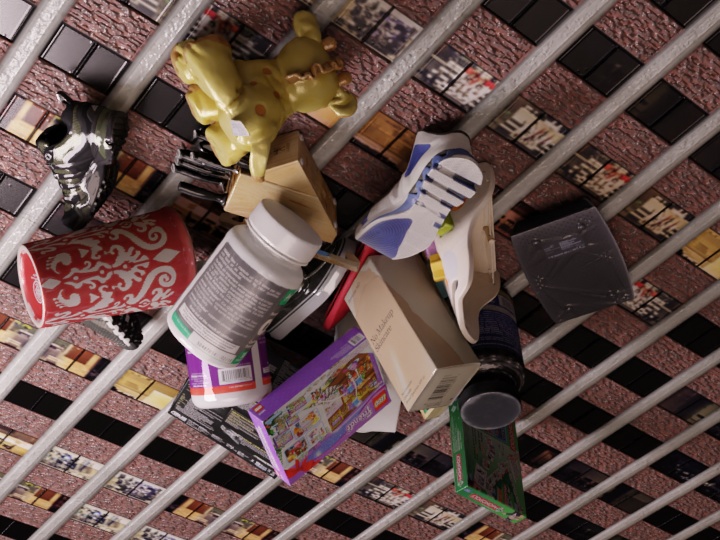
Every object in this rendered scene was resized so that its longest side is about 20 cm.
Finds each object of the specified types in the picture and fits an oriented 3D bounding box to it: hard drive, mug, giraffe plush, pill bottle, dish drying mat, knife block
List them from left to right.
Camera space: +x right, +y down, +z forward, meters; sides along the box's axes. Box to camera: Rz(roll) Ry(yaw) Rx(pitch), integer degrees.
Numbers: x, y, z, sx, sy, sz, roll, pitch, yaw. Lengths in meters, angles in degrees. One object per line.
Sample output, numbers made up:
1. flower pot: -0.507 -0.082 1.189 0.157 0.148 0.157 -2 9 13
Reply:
1. mug: -0.335 0.011 1.412 0.199 0.134 0.178 -14 159 -31
2. pill bottle: -0.189 0.085 1.495 0.112 0.201 0.112 -8 179 0
3. pill bottle: -0.144 0.015 1.364 0.113 0.113 0.200 31 106 -29
4. knife block: -0.140 -0.104 1.403 0.175 0.064 0.200 -16 134 14
5. giraffe plush: -0.101 -0.215 1.249 0.162 0.200 0.173 -31 126 -17
6. dish drying mat: 0.000 0.000 1.512 0.018 0.077 0.200 38 132 13
7. pill bottle: 0.175 0.120 1.542 0.111 0.201 0.112 -1 135 -1
8. hard drive: 0.299 -0.014 1.524 0.134 0.042 0.200 -20 132 17

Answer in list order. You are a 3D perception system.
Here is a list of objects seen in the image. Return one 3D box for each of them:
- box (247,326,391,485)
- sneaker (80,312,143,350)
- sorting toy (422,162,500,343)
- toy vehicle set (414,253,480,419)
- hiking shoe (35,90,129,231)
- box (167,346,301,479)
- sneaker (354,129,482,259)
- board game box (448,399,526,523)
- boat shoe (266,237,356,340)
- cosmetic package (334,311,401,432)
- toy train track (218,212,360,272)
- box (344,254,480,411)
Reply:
1. box: -0.053 0.190 1.523 0.200 0.039 0.137 -37 131 -23
2. sneaker: -0.396 0.049 1.548 0.090 0.067 0.200 -23 128 23
3. sorting toy: 0.136 -0.006 1.429 0.106 0.181 0.201 -6 134 4
4. toy vehicle set: 0.086 0.091 1.513 0.026 0.200 0.124 -4 142 -34
5. hiking shoe: -0.359 -0.139 1.366 0.100 0.076 0.200 26 129 -3
6. box: -0.167 0.198 1.639 0.200 0.086 0.164 32 133 -5
7. sneaker: 0.082 -0.108 1.373 0.080 0.115 0.199 31 129 -21
8. board game box: 0.198 0.282 1.704 0.134 0.201 0.029 33 127 -30
9. boat shoe: -0.085 0.019 1.521 0.071 0.072 0.200 36 117 -14
10. cosmetic package: 0.010 0.159 1.660 0.112 0.081 0.200 4 136 -6
11. toy train track: -0.092 -0.046 1.454 0.199 0.033 0.115 20 166 7
12. box: 0.066 0.079 1.444 0.077 0.200 0.095 -4 137 -35
